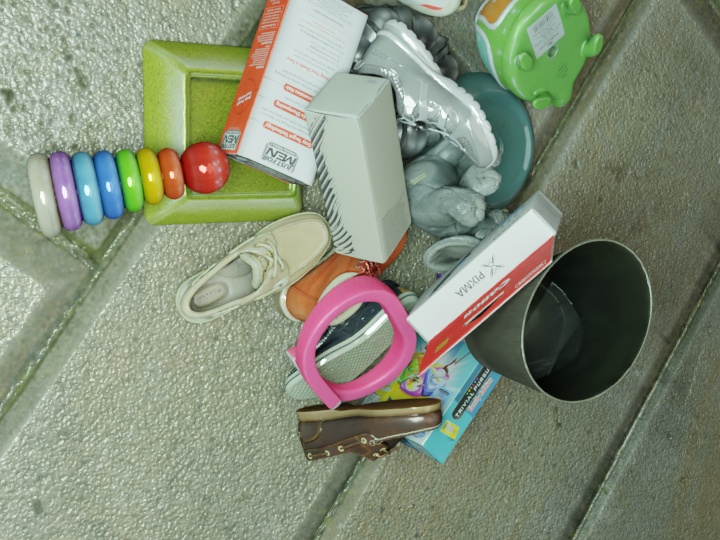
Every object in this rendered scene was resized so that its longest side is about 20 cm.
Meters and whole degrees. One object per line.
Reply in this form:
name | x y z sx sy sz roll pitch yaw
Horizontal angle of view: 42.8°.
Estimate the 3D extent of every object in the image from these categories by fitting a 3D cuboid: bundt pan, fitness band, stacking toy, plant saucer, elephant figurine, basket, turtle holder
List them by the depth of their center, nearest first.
stacking toy | -0.231 -0.092 0.939 0.198 0.085 0.086 -11 104 -15
basket | 0.204 0.058 1.026 0.136 0.200 0.181 37 76 -10
plant saucer | -0.142 -0.152 1.035 0.199 0.048 0.201 -4 100 -32
fitness band | -0.006 0.088 1.073 0.143 0.037 0.200 -38 143 -6
bundt pan | 0.038 -0.226 1.110 0.200 0.076 0.204 -3 96 -26
elephant figurine | 0.128 -0.062 1.157 0.142 0.155 0.200 -50 148 -18
turtle holder | 0.227 -0.294 1.190 0.185 0.132 0.142 12 112 -44
plant saucer | 0.168 -0.165 1.237 0.199 0.036 0.202 -6 101 -32

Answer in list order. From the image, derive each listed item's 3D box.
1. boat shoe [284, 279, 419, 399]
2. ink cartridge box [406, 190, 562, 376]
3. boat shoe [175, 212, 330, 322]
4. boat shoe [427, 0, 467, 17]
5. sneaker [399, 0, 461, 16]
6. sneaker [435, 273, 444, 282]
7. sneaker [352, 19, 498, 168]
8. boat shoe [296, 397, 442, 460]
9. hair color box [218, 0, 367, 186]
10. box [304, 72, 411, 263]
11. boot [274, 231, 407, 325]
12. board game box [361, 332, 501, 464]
boat shoe | -0.015 0.085 1.140 0.200 0.062 0.075 -40 143 -5
ink cartridge box | 0.134 0.010 1.026 0.045 0.176 0.200 45 114 -3
boat shoe | -0.115 -0.003 1.039 0.199 0.065 0.073 -30 97 -16
boat shoe | 0.077 -0.409 1.121 0.072 0.065 0.201 -35 115 -23
sneaker | 0.031 -0.347 1.067 0.199 0.070 0.094 33 42 -20
sneaker | 0.173 -0.025 1.254 0.199 0.080 0.084 -24 96 -36
sneaker | 0.074 -0.185 1.049 0.082 0.075 0.200 -44 93 -4
boat shoe | 0.012 0.193 1.108 0.070 0.199 0.071 -5 86 -56
hair color box | -0.074 -0.204 1.005 0.101 0.061 0.201 21 85 -34
box | 0.001 -0.110 1.014 0.082 0.068 0.201 -55 147 -39
boot | 0.000 0.000 1.117 0.200 0.107 0.075 -40 115 -23
board game box | 0.103 0.131 1.176 0.047 0.151 0.200 44 74 -29
